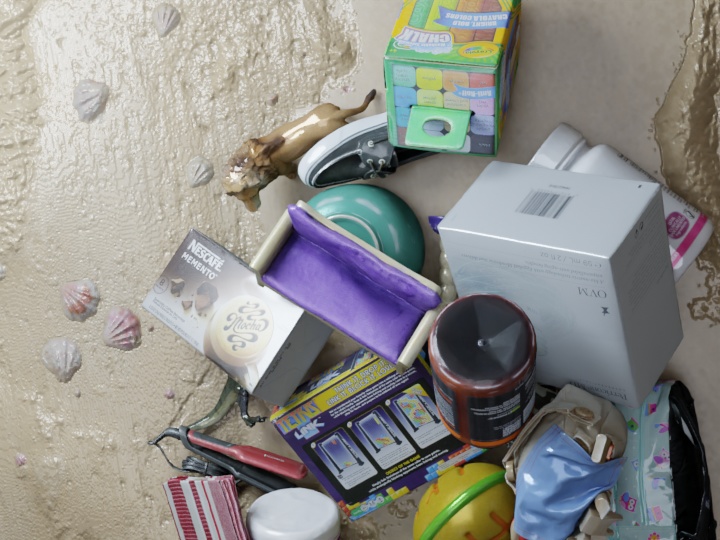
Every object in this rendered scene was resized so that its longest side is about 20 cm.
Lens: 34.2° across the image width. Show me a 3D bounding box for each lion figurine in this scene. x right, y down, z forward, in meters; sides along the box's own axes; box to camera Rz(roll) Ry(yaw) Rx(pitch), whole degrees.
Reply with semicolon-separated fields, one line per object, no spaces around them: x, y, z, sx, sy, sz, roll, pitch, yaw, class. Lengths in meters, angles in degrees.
-0.070;-0.149;1.344;0.199;0.122;0.073;-39;85;12;lion figurine

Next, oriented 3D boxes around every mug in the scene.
0.003;-0.011;1.340;0.185;0.114;0.152;43;102;7;mug

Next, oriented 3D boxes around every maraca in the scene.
0.110;0.293;1.318;0.107;0.136;0.201;53;130;31;maraca

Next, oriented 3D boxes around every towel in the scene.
-0.174;0.313;1.387;0.023;0.199;0.146;-17;90;-30;towel

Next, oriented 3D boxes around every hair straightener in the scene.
-0.166;0.245;1.426;0.198;0.041;0.078;16;112;1;hair straightener

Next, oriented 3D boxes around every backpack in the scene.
0.314;0.220;1.270;0.125;0.167;0.202;-7;86;18;backpack

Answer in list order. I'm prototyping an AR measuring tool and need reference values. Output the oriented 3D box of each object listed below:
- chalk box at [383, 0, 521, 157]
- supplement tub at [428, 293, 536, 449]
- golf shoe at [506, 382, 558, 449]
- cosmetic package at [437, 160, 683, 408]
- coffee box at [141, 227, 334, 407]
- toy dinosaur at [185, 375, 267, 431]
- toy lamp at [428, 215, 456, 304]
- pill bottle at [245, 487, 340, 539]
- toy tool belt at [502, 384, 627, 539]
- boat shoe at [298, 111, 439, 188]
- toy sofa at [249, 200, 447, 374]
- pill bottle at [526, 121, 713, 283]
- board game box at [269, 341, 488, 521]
0.096;-0.208;1.249;0.123;0.201;0.125;7;139;12;chalk box
0.125;0.113;1.190;0.106;0.201;0.108;-3;60;5;supplement tub
0.200;0.180;1.332;0.088;0.077;0.201;-30;88;6;golf shoe
0.210;0.013;1.214;0.198;0.123;0.201;12;137;38;cosmetic package
-0.142;0.052;1.352;0.199;0.080;0.114;34;90;32;coffee box
-0.135;0.137;1.419;0.088;0.047;0.201;37;104;26;toy dinosaur
0.101;0.039;1.353;0.058;0.058;0.202;4;94;12;toy lamp
-0.077;0.369;1.378;0.111;0.112;0.202;3;109;12;pill bottle
0.200;0.226;1.178;0.124;0.123;0.202;20;110;-1;toy tool belt
0.027;-0.137;1.321;0.198;0.069;0.057;-25;60;-7;boat shoe
-0.013;0.018;1.227;0.199;0.098;0.083;32;76;8;toy sofa
0.272;-0.065;1.276;0.199;0.113;0.114;38;101;8;pill bottle
0.023;0.175;1.341;0.199;0.057;0.166;-31;105;22;board game box
